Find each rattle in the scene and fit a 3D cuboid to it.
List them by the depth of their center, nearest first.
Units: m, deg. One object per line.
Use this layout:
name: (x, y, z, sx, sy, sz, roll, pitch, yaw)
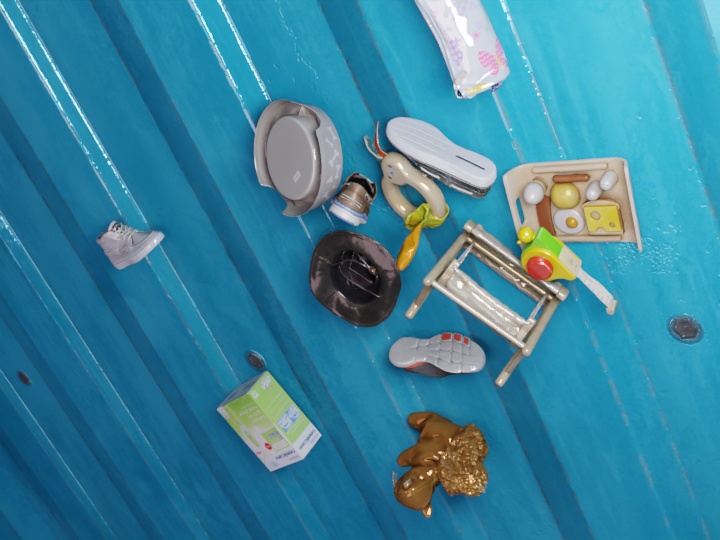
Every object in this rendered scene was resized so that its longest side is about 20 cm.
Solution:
rattle: (0.043, -0.124, 1.560, 0.200, 0.143, 0.130, 52, 169, -24)

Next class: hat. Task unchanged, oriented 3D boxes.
hat: (0.000, 0.000, 1.736, 0.199, 0.081, 0.202, 13, 124, 20)

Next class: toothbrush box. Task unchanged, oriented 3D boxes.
toothbrush box: (-0.210, 0.348, 2.156, 0.200, 0.086, 0.145, 50, 137, -10)

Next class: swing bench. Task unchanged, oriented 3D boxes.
swing bench: (0.213, 0.037, 1.512, 0.198, 0.200, 0.130, 35, 147, 7)

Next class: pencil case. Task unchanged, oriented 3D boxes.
pencil case: (0.139, -0.350, 1.351, 0.201, 0.090, 0.083, 63, 173, -18)

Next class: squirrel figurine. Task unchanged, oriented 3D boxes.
squirrel figurine: (0.154, 0.388, 1.846, 0.199, 0.187, 0.142, -10, 116, 40)

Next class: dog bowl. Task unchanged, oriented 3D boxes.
dog bowl: (-0.106, -0.196, 1.622, 0.199, 0.058, 0.202, 19, 114, 47)

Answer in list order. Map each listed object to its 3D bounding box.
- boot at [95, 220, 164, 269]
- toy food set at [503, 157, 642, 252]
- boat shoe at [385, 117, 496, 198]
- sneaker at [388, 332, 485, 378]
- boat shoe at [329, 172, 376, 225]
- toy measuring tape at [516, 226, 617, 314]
boot: (-0.514, -0.068, 2.057, 0.199, 0.074, 0.096, -22, 115, 45)
toy food set: (0.326, -0.092, 1.437, 0.199, 0.060, 0.144, 1, 123, 36)
boat shoe: (0.123, -0.174, 1.512, 0.199, 0.072, 0.071, 33, 144, 17)
sneaker: (0.154, 0.167, 1.777, 0.199, 0.078, 0.082, 4, 152, 35)
boat shoe: (-0.004, -0.124, 1.592, 0.072, 0.200, 0.073, 30, 100, -6)
toy measuring tape: (0.312, 0.005, 1.466, 0.200, 0.074, 0.073, 41, 138, -13)
